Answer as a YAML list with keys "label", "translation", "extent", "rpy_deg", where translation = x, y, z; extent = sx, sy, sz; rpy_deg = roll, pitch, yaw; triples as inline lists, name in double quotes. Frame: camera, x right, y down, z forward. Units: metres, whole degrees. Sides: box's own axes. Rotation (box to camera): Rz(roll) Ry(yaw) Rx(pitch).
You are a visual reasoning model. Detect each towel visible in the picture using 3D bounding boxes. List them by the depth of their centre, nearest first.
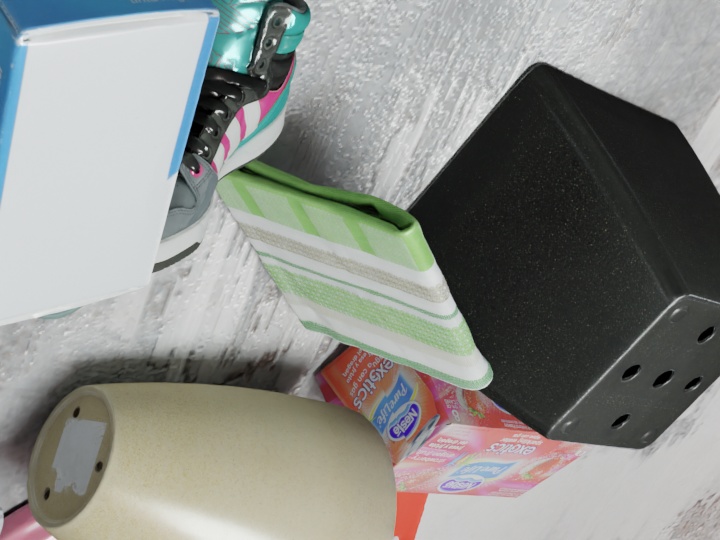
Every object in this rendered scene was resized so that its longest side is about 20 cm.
- label: "towel"
  translation: [0.000, 0.000, 0.965]
  extent: [0.031, 0.149, 0.200]
  rpy_deg: [-60, 152, -20]

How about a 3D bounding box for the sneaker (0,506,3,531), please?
- label: "sneaker"
  translation: [-0.320, 0.210, 0.993]
  extent: [0.199, 0.076, 0.114]
  rpy_deg: [-20, 142, -27]

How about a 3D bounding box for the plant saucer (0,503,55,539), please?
- label: "plant saucer"
  translation: [-0.206, 0.230, 1.149]
  extent: [0.200, 0.051, 0.201]
  rpy_deg: [-23, 145, -17]

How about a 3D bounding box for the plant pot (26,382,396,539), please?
- label: "plant pot"
  translation: [-0.110, 0.148, 1.037]
  extent: [0.200, 0.188, 0.187]
  rpy_deg: [27, 115, -38]

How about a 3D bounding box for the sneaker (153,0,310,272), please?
- label: "sneaker"
  translation: [-0.081, -0.091, 0.765]
  extent: [0.200, 0.083, 0.121]
  rpy_deg: [-59, 164, -52]

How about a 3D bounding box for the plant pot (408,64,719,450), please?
- label: "plant pot"
  translation: [0.156, 0.010, 1.074]
  extent: [0.200, 0.178, 0.200]
  rpy_deg: [14, 123, -49]

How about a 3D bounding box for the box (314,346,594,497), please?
- label: "box"
  translation: [0.076, 0.104, 1.182]
  extent: [0.095, 0.103, 0.200]
  rpy_deg: [-40, 150, 28]

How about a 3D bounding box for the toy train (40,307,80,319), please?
- label: "toy train"
  translation: [-0.213, -0.022, 0.791]
  extent: [0.199, 0.085, 0.114]
  rpy_deg: [-17, 134, -26]

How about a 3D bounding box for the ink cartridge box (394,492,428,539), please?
- label: "ink cartridge box"
  translation: [-0.026, 0.272, 1.327]
  extent: [0.199, 0.047, 0.161]
  rpy_deg: [-2, 117, -37]

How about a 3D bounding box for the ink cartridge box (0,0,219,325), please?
- label: "ink cartridge box"
  translation: [-0.150, -0.102, 0.627]
  extent: [0.086, 0.200, 0.147]
  rpy_deg: [-13, 142, -33]
